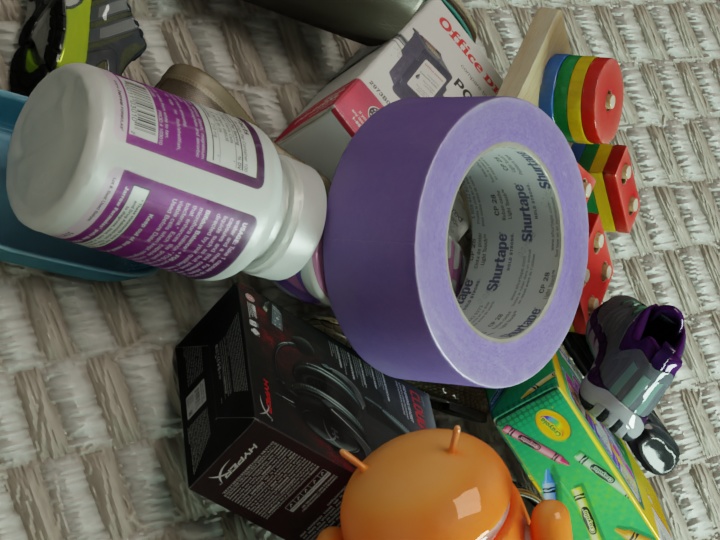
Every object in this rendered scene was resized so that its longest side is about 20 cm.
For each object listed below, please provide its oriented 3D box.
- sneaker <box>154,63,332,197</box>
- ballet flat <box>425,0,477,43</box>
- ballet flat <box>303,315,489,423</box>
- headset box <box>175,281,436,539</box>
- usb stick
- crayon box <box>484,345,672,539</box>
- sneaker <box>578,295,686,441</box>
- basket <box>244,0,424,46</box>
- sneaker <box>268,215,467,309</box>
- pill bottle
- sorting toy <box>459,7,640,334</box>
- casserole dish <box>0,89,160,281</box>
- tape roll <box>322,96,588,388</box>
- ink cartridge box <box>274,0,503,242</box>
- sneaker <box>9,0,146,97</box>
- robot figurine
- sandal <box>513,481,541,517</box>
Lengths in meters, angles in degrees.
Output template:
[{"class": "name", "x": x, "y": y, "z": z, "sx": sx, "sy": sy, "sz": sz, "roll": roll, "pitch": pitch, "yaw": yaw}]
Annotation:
[{"class": "sneaker", "x": -0.085, "y": -0.060, "z": 1.563, "sx": 0.200, "sy": 0.070, "sz": 0.076, "roll": 42, "pitch": 69, "yaw": -22}, {"class": "ballet flat", "x": 0.021, "y": -0.242, "z": 1.773, "sx": 0.200, "sy": 0.067, "sz": 0.063, "roll": 32, "pitch": 36, "yaw": -28}, {"class": "ballet flat", "x": 0.028, "y": 0.065, "z": 1.578, "sx": 0.199, "sy": 0.067, "sz": 0.047, "roll": 24, "pitch": 80, "yaw": -39}, {"class": "headset box", "x": -0.023, "y": 0.119, "z": 1.456, "sx": 0.200, "sy": 0.077, "sz": 0.149, "roll": 31, "pitch": 26, "yaw": -26}, {"class": "usb stick", "x": 0.200, "y": 0.091, "z": 1.694, "sx": 0.056, "sy": 0.033, "sz": 0.200, "roll": 51, "pitch": 7, "yaw": -31}, {"class": "crayon box", "x": 0.164, "y": 0.142, "z": 1.611, "sx": 0.200, "sy": 0.058, "sz": 0.119, "roll": 55, "pitch": 12, "yaw": -23}, {"class": "sneaker", "x": 0.219, "y": 0.053, "z": 1.615, "sx": 0.074, "sy": 0.088, "sz": 0.200, "roll": 36, "pitch": 23, "yaw": -7}, {"class": "basket", "x": -0.045, "y": -0.268, "z": 1.638, "sx": 0.199, "sy": 0.136, "sz": 0.181, "roll": 27, "pitch": 87, "yaw": -26}, {"class": "sneaker", "x": 0.000, "y": 0.000, "z": 1.552, "sx": 0.200, "sy": 0.088, "sz": 0.081, "roll": 19, "pitch": 77, "yaw": -50}, {"class": "pill bottle", "x": -0.123, "y": -0.057, "z": 1.413, "sx": 0.199, "sy": 0.112, "sz": 0.113, "roll": 18, "pitch": 54, "yaw": -37}, {"class": "sorting toy", "x": 0.161, "y": -0.068, "z": 1.701, "sx": 0.200, "sy": 0.069, "sz": 0.199, "roll": -63, "pitch": 148, "yaw": -36}, {"class": "casserole dish", "x": -0.213, "y": -0.052, "z": 1.434, "sx": 0.199, "sy": 0.039, "sz": 0.122, "roll": 14, "pitch": 56, "yaw": -40}, {"class": "tape roll", "x": 0.069, "y": -0.021, "z": 1.496, "sx": 0.199, "sy": 0.085, "sz": 0.201, "roll": -6, "pitch": 98, "yaw": -49}, {"class": "ink cartridge box", "x": 0.039, "y": -0.103, "z": 1.684, "sx": 0.145, "sy": 0.084, "sz": 0.200, "roll": 51, "pitch": 40, "yaw": -10}, {"class": "sneaker", "x": -0.192, "y": -0.184, "z": 1.524, "sx": 0.081, "sy": 0.074, "sz": 0.201, "roll": 33, "pitch": 53, "yaw": -36}, {"class": "robot figurine", "x": 0.058, "y": 0.184, "z": 1.354, "sx": 0.116, "sy": 0.144, "sz": 0.201, "roll": -35, "pitch": 120, "yaw": -23}, {"class": "sandal", "x": 0.109, "y": 0.183, "z": 1.550, "sx": 0.200, "sy": 0.054, "sz": 0.082, "roll": 33, "pitch": 47, "yaw": -71}]
